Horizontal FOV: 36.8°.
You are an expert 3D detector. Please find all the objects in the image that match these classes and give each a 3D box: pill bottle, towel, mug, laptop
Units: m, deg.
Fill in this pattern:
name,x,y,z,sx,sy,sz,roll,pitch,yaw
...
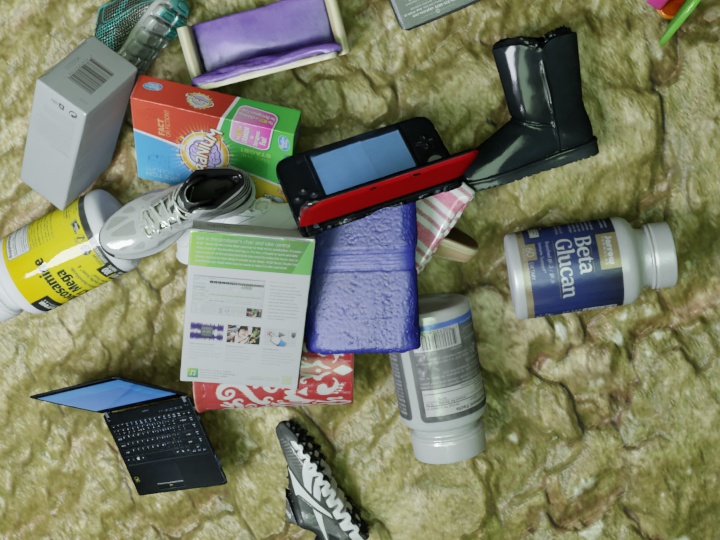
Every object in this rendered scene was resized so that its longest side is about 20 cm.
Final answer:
name,x,y,z,sx,sy,sz,roll,pitch,yaw
pill bottle,0.285,-0.007,1.347,0.200,0.111,0.111,-9,101,6
towel,0.000,0.000,1.308,0.148,0.050,0.200,-2,93,14
towel,0.028,-0.059,1.331,0.146,0.030,0.200,37,101,8
mug,-0.107,0.107,1.376,0.200,0.178,0.133,1,60,0
pill bottle,0.099,0.138,1.390,0.114,0.114,0.200,-9,101,6
pill bottle,-0.393,-0.014,1.393,0.200,0.112,0.112,-26,99,9
laptop,-0.299,0.219,1.406,0.177,0.103,0.200,-15,101,37

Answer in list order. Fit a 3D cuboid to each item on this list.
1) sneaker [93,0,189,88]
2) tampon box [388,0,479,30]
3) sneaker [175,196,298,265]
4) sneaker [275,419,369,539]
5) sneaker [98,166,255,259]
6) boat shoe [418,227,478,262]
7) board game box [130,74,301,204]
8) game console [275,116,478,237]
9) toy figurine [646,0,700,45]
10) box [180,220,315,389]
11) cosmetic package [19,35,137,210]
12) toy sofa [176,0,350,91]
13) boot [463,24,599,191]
name,x,y,z,sx,sy,sz,roll,pitch,yaw
sneaker,-0.304,-0.289,1.359,0.200,0.078,0.091,-43,73,14
tampon box,0.095,-0.360,1.241,0.150,0.200,0.126,-21,100,9
sneaker,-0.153,-0.062,1.364,0.200,0.075,0.087,-10,115,16
sneaker,-0.073,0.298,1.459,0.090,0.066,0.200,-30,100,7
sneaker,-0.225,-0.078,1.279,0.200,0.115,0.076,-23,83,-2
boat shoe,0.050,-0.036,1.383,0.200,0.071,0.065,15,107,11
board game box,-0.178,-0.155,1.339,0.200,0.040,0.153,13,145,2
game console,0.011,-0.124,1.219,0.200,0.172,0.119,-18,143,-8
toy figurine,0.346,-0.396,1.265,0.184,0.150,0.200,40,80,5
box,-0.134,0.043,1.277,0.144,0.036,0.200,6,115,-7
cosmetic package,-0.340,-0.173,1.298,0.071,0.101,0.200,36,142,1
toy sofa,-0.117,-0.282,1.325,0.200,0.098,0.083,-13,101,7
boot,0.184,-0.198,1.330,0.200,0.076,0.168,-17,104,1
